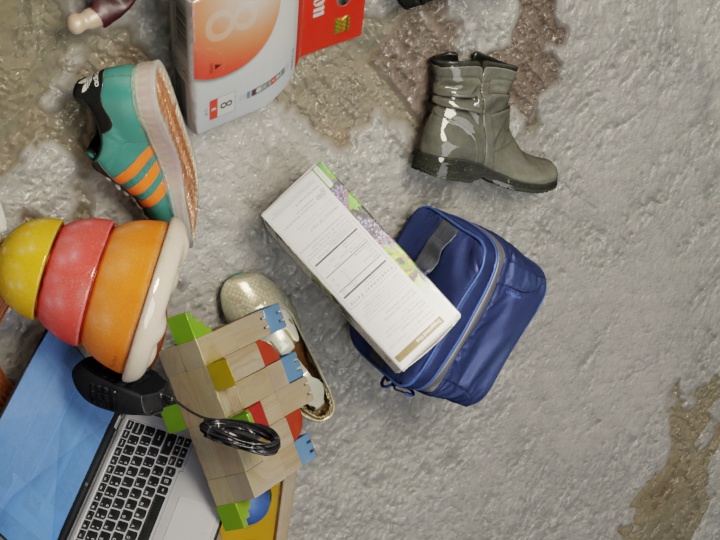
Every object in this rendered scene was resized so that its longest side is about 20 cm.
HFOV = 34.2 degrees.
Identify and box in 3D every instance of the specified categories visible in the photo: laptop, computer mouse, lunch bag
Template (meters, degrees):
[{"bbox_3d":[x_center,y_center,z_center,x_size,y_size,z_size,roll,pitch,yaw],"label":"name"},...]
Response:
[{"bbox_3d":[-0.215,0.176,1.032,0.199,0.188,0.116,17,140,1],"label":"laptop"},{"bbox_3d":[-0.162,0.124,1.016,0.059,0.199,0.034,-29,138,-66],"label":"computer mouse"},{"bbox_3d":[0.080,0.042,1.231,0.132,0.136,0.201,23,100,-41],"label":"lunch bag"}]

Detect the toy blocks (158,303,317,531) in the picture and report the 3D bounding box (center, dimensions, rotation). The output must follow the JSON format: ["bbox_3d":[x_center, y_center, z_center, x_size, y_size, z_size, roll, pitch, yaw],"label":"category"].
[{"bbox_3d":[-0.102,0.121,1.101,0.137,0.100,0.201,-23,94,-55],"label":"toy blocks"}]

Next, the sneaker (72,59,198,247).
[{"bbox_3d":[-0.193,-0.098,1.025,0.079,0.072,0.201,-3,135,5],"label":"sneaker"}]

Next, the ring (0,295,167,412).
[{"bbox_3d":[-0.269,0.062,1.081,0.200,0.019,0.201,-16,122,-28],"label":"ring"}]

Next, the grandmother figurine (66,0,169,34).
[{"bbox_3d":[-0.212,-0.248,0.932,0.199,0.061,0.122,0,113,-33],"label":"grandmother figurine"}]

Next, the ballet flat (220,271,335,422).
[{"bbox_3d":[-0.075,0.080,1.194,0.067,0.062,0.200,-40,129,-11],"label":"ballet flat"}]

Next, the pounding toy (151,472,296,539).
[{"bbox_3d":[-0.172,0.272,1.175,0.199,0.142,0.185,-6,116,-32],"label":"pounding toy"}]

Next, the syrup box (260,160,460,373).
[{"bbox_3d":[0.000,0.000,1.117,0.081,0.079,0.200,-43,86,-5],"label":"syrup box"}]

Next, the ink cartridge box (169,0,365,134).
[{"bbox_3d":[-0.067,-0.215,1.015,0.199,0.050,0.162,-23,151,-20],"label":"ink cartridge box"}]

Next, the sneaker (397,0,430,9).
[{"bbox_3d":[0.073,-0.289,1.106,0.199,0.070,0.100,16,111,-35],"label":"sneaker"}]

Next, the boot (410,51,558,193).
[{"bbox_3d":[0.147,-0.155,1.226,0.199,0.068,0.131,5,105,-37],"label":"boot"}]

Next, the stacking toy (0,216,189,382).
[{"bbox_3d":[-0.255,0.000,0.987,0.199,0.146,0.147,18,104,-10],"label":"stacking toy"}]

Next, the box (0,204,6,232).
[{"bbox_3d":[-0.385,-0.063,0.864,0.199,0.128,0.109,-23,124,-24],"label":"box"}]
